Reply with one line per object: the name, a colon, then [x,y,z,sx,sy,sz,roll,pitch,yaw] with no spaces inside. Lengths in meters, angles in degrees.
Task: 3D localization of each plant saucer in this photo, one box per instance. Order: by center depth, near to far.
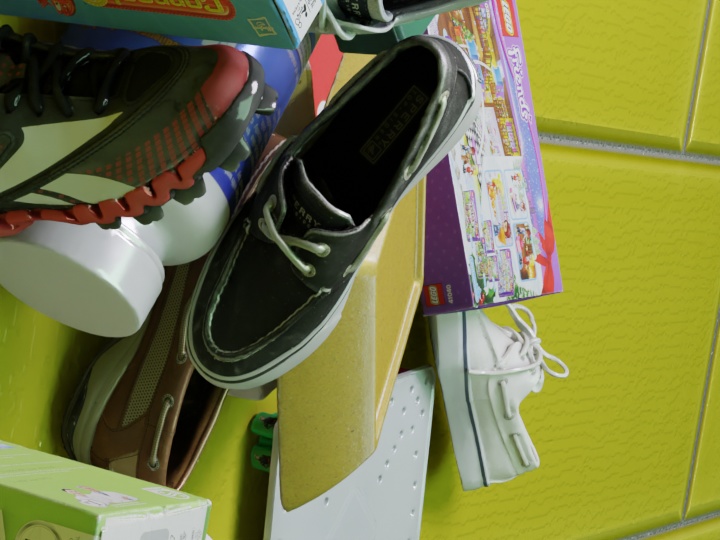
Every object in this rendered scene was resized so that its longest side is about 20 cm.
plant saucer: [0.000,0.000,1.212,0.200,0.048,0.201,-73,168,-45]

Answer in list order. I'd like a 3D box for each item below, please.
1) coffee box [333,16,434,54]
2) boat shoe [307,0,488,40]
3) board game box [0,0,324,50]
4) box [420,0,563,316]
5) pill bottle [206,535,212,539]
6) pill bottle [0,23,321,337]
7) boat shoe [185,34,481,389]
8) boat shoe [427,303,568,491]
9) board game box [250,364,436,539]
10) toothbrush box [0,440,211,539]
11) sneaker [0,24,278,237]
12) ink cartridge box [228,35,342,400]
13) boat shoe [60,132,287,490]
coffee box: [0.031,-0.213,1.096,0.200,0.044,0.123,-58,140,-35]
boat shoe: [0.000,-0.139,0.986,0.072,0.200,0.070,-108,-175,-53]
board game box: [-0.076,-0.194,0.963,0.196,0.199,0.056,-61,145,-28]
box: [0.068,-0.077,1.392,0.137,0.039,0.201,-6,87,-61]
pill bottle: [-0.152,0.203,1.071,0.200,0.113,0.114,-42,136,-49]
pill bottle: [-0.099,-0.074,1.062,0.201,0.112,0.112,-65,150,-25]
boat shoe: [-0.022,-0.029,1.042,0.200,0.071,0.064,-54,168,10]
boat shoe: [0.094,0.064,1.484,0.075,0.086,0.203,-101,179,-53]
board game box: [-0.017,0.169,1.407,0.200,0.026,0.201,-13,112,-60]
toothbrush box: [-0.174,0.143,0.911,0.086,0.199,0.146,2,98,-63]
sneaker: [-0.134,-0.064,0.933,0.098,0.200,0.071,55,34,-35]
ink cartridge box: [-0.029,-0.043,1.280,0.200,0.050,0.162,-40,134,-47]
boat shoe: [-0.075,0.026,1.138,0.201,0.074,0.076,-63,156,7]
